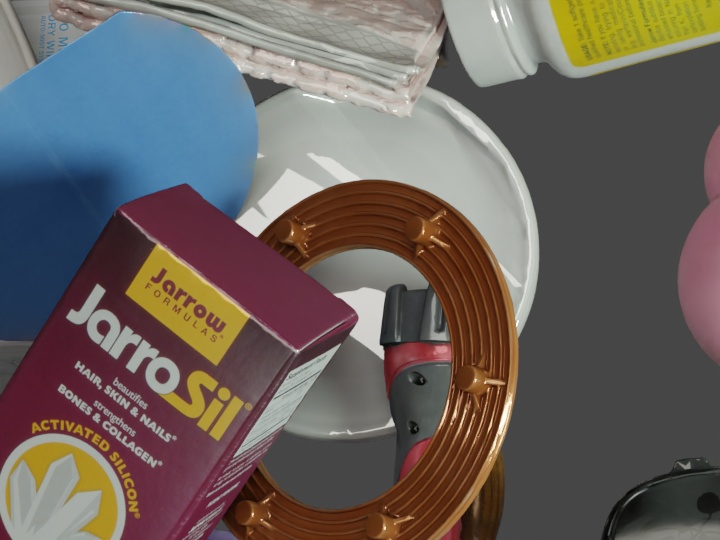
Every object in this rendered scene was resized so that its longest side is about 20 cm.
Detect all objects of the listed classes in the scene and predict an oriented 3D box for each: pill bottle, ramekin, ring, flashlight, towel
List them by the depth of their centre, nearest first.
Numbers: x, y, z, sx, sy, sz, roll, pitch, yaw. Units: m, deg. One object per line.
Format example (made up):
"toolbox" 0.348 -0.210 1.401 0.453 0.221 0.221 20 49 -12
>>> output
"ring" -0.011 0.051 0.930 0.200 0.019 0.201 -12 70 36
"flashlight" 0.038 0.109 0.933 0.068 0.068 0.201 -4 76 33
"towel" -0.052 -0.147 1.035 0.199 0.191 0.032 16 112 2
"pill bottle" 0.148 -0.171 1.044 0.199 0.114 0.115 -14 76 16
"ramekin" 0.000 0.000 1.046 0.201 0.094 0.203 -2 77 8

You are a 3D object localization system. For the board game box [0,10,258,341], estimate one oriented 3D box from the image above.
"board game box" -0.149 -0.052 0.963 0.200 0.158 0.039 -33 49 -2

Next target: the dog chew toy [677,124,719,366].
"dog chew toy" 0.236 -0.041 1.013 0.124 0.125 0.201 6 71 9

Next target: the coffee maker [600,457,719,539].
"coffee maker" 0.180 0.199 0.922 0.134 0.200 0.193 -31 75 1

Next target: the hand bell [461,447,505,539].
"hand bell" 0.060 0.170 0.998 0.104 0.104 0.201 -1 75 8

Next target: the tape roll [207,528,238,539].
"tape roll" -0.086 0.240 1.010 0.199 0.085 0.201 -2 77 8

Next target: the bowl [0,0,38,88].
"bowl" -0.271 -0.098 1.020 0.199 0.075 0.201 -31 73 2

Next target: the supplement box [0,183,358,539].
"supplement box" -0.107 0.073 0.906 0.110 0.086 0.200 37 109 9

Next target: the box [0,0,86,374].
"box" -0.198 -0.044 1.084 0.176 0.097 0.201 -1 76 10
